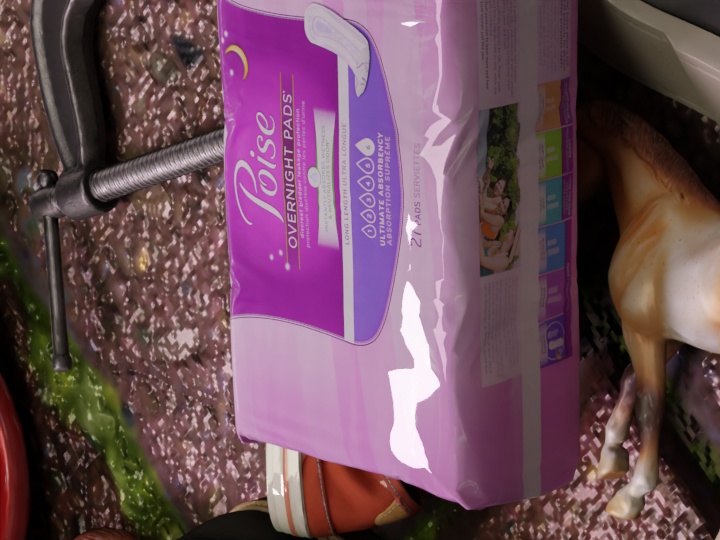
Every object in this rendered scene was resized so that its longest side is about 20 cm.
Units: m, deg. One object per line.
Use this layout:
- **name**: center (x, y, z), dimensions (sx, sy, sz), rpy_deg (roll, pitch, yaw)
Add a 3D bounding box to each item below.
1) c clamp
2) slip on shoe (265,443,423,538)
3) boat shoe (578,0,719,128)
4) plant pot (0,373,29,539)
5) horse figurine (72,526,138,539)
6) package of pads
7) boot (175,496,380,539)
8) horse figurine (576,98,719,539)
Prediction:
- **c clamp**: center (-0.076, -0.067, 1.162), dimensions (0.199, 0.027, 0.172), rpy_deg (-23, 76, 46)
- **slip on shoe**: center (0.000, 0.000, 1.076), dimensions (0.061, 0.074, 0.202), rpy_deg (2, 94, 9)
- **boat shoe**: center (0.107, -0.099, 0.965), dimensions (0.063, 0.073, 0.200), rpy_deg (-43, 51, -7)
- **plant pot**: center (-0.271, 0.103, 1.263), dimensions (0.182, 0.200, 0.202), rpy_deg (-17, 86, 51)
- **horse figurine**: center (-0.116, 0.179, 1.227), dimensions (0.132, 0.050, 0.201), rpy_deg (37, 124, 27)
- **package of pads**: center (0.012, -0.028, 0.969), dimensions (0.120, 0.075, 0.202), rpy_deg (11, 110, 42)
- **boot**: center (-0.017, 0.150, 1.060), dimensions (0.199, 0.138, 0.078), rpy_deg (17, 108, 40)
- **horse figurine**: center (0.119, 0.025, 0.938), dimensions (0.200, 0.050, 0.134), rpy_deg (28, 114, 60)
